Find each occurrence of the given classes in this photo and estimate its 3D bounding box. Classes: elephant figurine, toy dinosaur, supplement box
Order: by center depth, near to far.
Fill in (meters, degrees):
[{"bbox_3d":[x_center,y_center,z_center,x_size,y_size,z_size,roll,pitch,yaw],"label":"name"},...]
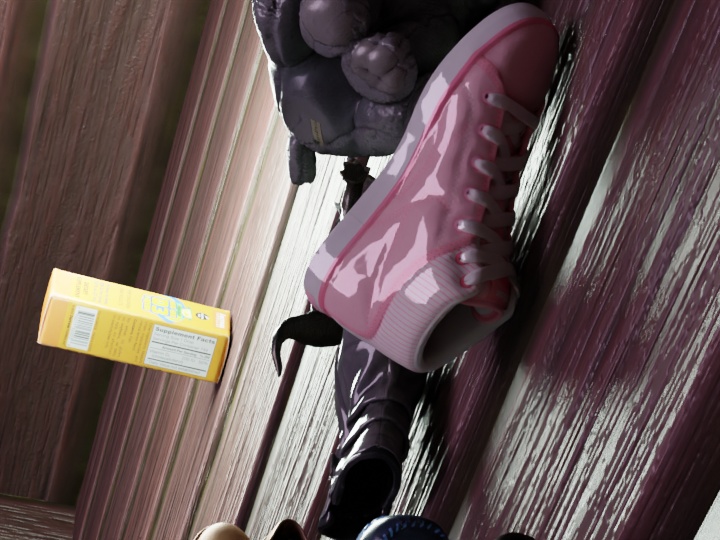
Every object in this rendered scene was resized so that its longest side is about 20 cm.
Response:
[{"bbox_3d":[0.040,-0.160,1.151,0.155,0.142,0.200,6,45,43],"label":"elephant figurine"},{"bbox_3d":[0.000,0.000,1.278,0.103,0.076,0.201,92,-169,-55],"label":"toy dinosaur"},{"bbox_3d":[-0.240,0.060,2.147,0.067,0.199,0.069,-99,27,-63],"label":"supplement box"}]

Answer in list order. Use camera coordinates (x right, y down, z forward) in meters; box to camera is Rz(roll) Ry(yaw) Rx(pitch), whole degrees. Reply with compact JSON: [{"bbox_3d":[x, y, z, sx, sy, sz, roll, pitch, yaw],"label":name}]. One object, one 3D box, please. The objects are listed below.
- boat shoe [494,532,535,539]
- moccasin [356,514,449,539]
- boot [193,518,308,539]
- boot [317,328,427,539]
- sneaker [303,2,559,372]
[{"bbox_3d":[0.079,0.140,0.752,0.201,0.071,0.061,-176,102,-76],"label":"boat shoe"},{"bbox_3d":[0.033,0.216,0.952,0.068,0.080,0.202,157,110,-72],"label":"moccasin"},{"bbox_3d":[-0.081,0.229,1.467,0.201,0.076,0.156,-94,17,-47],"label":"boot"},{"bbox_3d":[0.017,0.061,1.161,0.201,0.069,0.132,96,-178,-47],"label":"boot"},{"bbox_3d":[0.063,-0.035,1.058,0.105,0.075,0.201,41,99,34],"label":"sneaker"}]
